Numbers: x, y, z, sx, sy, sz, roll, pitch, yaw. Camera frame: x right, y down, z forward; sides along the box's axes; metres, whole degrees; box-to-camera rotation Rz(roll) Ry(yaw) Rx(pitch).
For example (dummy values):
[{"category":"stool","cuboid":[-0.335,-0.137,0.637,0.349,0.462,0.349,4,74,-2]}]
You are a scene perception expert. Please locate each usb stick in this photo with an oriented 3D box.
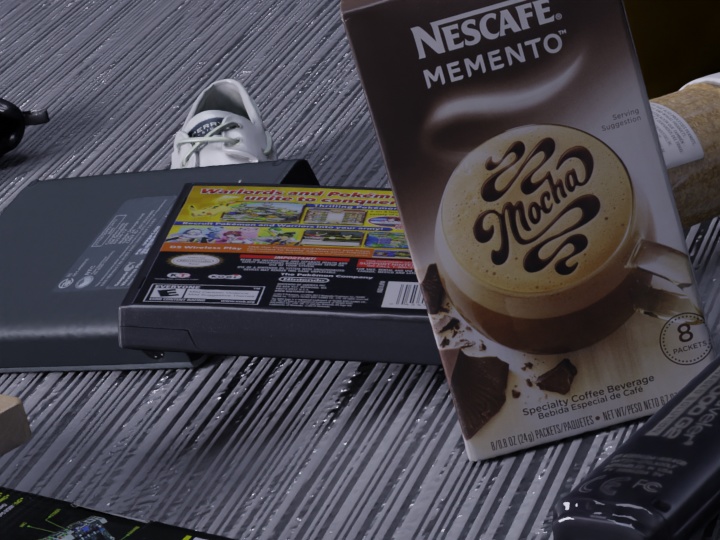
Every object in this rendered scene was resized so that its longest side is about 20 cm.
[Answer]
[{"category":"usb stick","cuboid":[0.142,0.060,1.131,0.055,0.033,0.200,5,27,36]}]

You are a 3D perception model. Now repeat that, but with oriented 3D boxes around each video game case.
[{"category":"video game case","cuboid":[0.000,0.000,1.373,0.199,0.026,0.181,2,20,6]}]

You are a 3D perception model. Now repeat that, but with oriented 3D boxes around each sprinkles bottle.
[{"category":"sprinkles bottle","cuboid":[0.120,-0.041,1.350,0.200,0.069,0.068,-19,14,-42]}]

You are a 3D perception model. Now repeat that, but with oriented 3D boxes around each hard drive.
[{"category":"hard drive","cuboid":[-0.133,-0.002,1.531,0.199,0.033,0.140,-3,38,38]}]

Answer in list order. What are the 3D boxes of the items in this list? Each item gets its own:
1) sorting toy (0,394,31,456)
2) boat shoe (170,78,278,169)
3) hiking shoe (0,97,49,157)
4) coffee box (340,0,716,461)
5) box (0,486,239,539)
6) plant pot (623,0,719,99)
[{"category":"sorting toy","cuboid":[-0.266,0.119,1.274,0.198,0.070,0.200,-29,20,-34]},{"category":"boat shoe","cuboid":[-0.082,-0.056,1.645,0.073,0.067,0.200,-17,18,1]},{"category":"hiking shoe","cuboid":[-0.299,-0.077,1.905,0.100,0.076,0.200,-5,20,44]},{"category":"coffee box","cuboid":[0.071,-0.037,1.212,0.113,0.201,0.080,-16,17,6]},{"category":"box","cuboid":[-0.164,0.136,1.055,0.192,0.048,0.200,13,24,17]},{"category":"plant pot","cuboid":[0.225,-0.189,1.580,0.195,0.195,0.200,-11,9,20]}]
